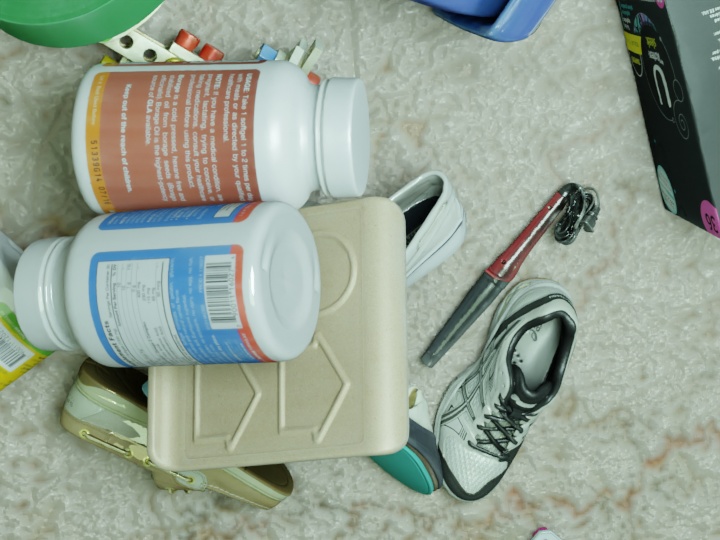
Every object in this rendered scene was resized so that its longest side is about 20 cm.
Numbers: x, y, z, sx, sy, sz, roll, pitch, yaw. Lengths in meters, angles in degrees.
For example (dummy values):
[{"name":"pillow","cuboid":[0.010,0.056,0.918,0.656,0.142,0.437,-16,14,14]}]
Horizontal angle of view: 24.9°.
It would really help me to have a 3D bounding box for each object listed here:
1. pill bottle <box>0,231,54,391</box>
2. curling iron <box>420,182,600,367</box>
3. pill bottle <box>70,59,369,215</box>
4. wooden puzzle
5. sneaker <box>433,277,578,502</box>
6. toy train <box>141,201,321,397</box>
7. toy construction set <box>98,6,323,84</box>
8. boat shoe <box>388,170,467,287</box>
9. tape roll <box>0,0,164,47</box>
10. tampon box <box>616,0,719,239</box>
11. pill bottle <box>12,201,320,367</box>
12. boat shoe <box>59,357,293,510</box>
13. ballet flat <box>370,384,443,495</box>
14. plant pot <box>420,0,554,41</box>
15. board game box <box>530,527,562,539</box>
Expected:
[{"name":"pill bottle","cuboid":[-0.334,0.066,1.260,0.200,0.111,0.111,-36,103,2]},{"name":"curling iron","cuboid":[0.119,0.004,1.329,0.200,0.050,0.026,-44,123,9]},{"name":"pill bottle","cuboid":[-0.097,-0.094,1.172,0.199,0.112,0.112,0,102,10]},{"name":"wooden puzzle","cuboid":[-0.057,0.050,1.189,0.200,0.046,0.186,-7,75,22]},{"name":"sneaker","cuboid":[0.117,0.103,1.327,0.075,0.088,0.200,19,101,-11]},{"name":"toy train","cuboid":[-0.110,0.007,1.278,0.200,0.056,0.150,-46,66,5]},{"name":"toy construction set","cuboid":[-0.128,-0.174,1.249,0.200,0.092,0.131,31,97,0]},{"name":"boat shoe","cuboid":[0.000,0.000,1.238,0.200,0.072,0.066,-37,142,-12]},{"name":"tape roll","cuboid":[-0.213,-0.264,1.187,0.200,0.048,0.201,-3,76,14]},{"name":"tampon box","cuboid":[0.291,-0.144,1.262,0.126,0.150,0.200,-17,103,-3]},{"name":"pill bottle","cuboid":[-0.138,0.012,1.146,0.200,0.112,0.113,-2,103,23]},{"name":"boat shoe","cuboid":[-0.150,0.143,1.322,0.200,0.074,0.066,32,109,-9]},{"name":"ballet flat","cuboid":[0.018,0.112,1.307,0.073,0.073,0.200,-44,132,4]},{"name":"plant pot","cuboid":[0.072,-0.281,1.186,0.180,0.200,0.200,30,97,-18]},{"name":"board game box","cuboid":[0.166,0.352,1.414,0.200,0.026,0.200,39,96,-11]}]
